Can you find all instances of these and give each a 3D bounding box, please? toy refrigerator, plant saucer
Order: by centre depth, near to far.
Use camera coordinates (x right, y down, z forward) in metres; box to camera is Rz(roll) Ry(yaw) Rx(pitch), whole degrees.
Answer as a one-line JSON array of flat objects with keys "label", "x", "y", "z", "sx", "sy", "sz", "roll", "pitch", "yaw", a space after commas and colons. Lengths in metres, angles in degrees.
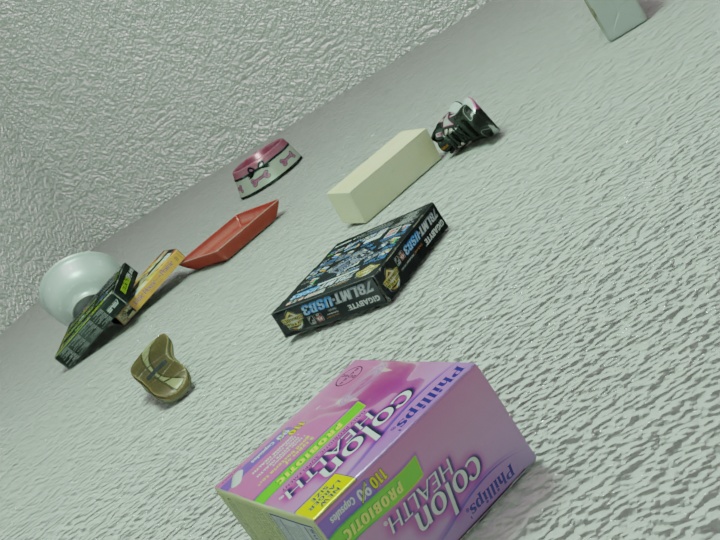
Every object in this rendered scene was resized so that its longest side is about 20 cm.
[{"label": "toy refrigerator", "x": 0.043, "y": -0.162, "z": 1.944, "sx": 0.200, "sy": 0.070, "sz": 0.076, "roll": -42, "pitch": 23, "yaw": -26}, {"label": "plant saucer", "x": -0.281, "y": -0.070, "z": 2.436, "sx": 0.200, "sy": 0.037, "sz": 0.199, "roll": -43, "pitch": 16, "yaw": -32}]

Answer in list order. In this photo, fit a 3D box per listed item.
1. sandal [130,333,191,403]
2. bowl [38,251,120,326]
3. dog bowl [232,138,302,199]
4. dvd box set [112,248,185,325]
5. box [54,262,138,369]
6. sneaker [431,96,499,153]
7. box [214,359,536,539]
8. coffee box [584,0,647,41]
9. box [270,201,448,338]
[{"label": "sandal", "x": -0.296, "y": 0.159, "z": 1.702, "sx": 0.080, "sy": 0.054, "sz": 0.200, "roll": -42, "pitch": 30, "yaw": -8}, {"label": "bowl", "x": -0.622, "y": 0.063, "z": 2.543, "sx": 0.200, "sy": 0.202, "sz": 0.091, "roll": -34, "pitch": 49, "yaw": -1}, {"label": "dog bowl", "x": -0.256, "y": -0.276, "z": 2.978, "sx": 0.199, "sy": 0.074, "sz": 0.200, "roll": -31, "pitch": 14, "yaw": 9}, {"label": "dvd box set", "x": -0.476, "y": 0.036, "z": 2.464, "sx": 0.200, "sy": 0.029, "sz": 0.146, "roll": -50, "pitch": 16, "yaw": -14}, {"label": "box", "x": -0.565, "y": 0.094, "z": 2.403, "sx": 0.200, "sy": 0.047, "sz": 0.193, "roll": -47, "pitch": 19, "yaw": 11}, {"label": "sneaker", "x": 0.173, "y": -0.235, "z": 1.911, "sx": 0.086, "sy": 0.080, "sz": 0.200, "roll": -47, "pitch": 7, "yaw": -2}, {"label": "box", "x": 0.006, "y": 0.163, "z": 0.897, "sx": 0.176, "sy": 0.097, "sz": 0.199, "roll": -40, "pitch": 16, "yaw": -24}, {"label": "coffee box", "x": 0.449, "y": -0.498, "z": 2.034, "sx": 0.079, "sy": 0.115, "sz": 0.200, "roll": -30, "pitch": 14, "yaw": 17}, {"label": "box", "x": 0.000, "y": 0.000, "z": 1.545, "sx": 0.199, "sy": 0.050, "sz": 0.199, "roll": -22, "pitch": 19, "yaw": 39}]
